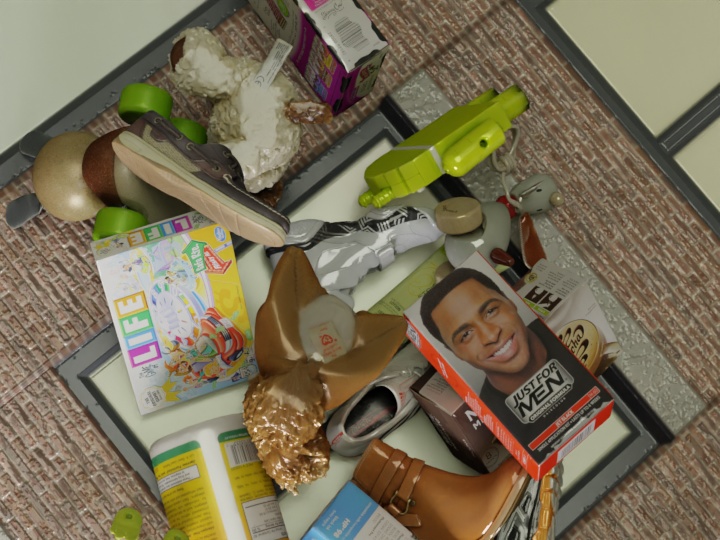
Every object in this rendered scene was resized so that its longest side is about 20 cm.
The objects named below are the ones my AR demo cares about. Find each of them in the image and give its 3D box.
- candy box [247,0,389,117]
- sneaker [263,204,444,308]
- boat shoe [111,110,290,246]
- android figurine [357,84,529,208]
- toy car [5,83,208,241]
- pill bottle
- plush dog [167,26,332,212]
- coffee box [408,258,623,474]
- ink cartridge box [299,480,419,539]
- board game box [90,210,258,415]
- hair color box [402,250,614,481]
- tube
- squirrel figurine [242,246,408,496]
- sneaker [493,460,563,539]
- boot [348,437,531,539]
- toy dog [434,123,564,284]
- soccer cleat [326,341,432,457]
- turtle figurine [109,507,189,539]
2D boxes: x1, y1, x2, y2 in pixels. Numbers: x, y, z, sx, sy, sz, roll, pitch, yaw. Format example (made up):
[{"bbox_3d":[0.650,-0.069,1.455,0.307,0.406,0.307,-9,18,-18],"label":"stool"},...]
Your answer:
[{"bbox_3d":[-0.057,-0.281,1.627,0.061,0.136,0.201,-35,84,-15],"label":"candy box"},{"bbox_3d":[0.000,0.000,1.601,0.197,0.075,0.117,-8,78,-4],"label":"sneaker"},{"bbox_3d":[-0.145,-0.092,1.437,0.199,0.072,0.065,29,74,19],"label":"boat shoe"},{"bbox_3d":[0.083,-0.127,1.587,0.199,0.182,0.041,-37,104,-15],"label":"android figurine"},{"bbox_3d":[-0.280,-0.091,1.579,0.197,0.158,0.166,1,70,23],"label":"toy car"},{"bbox_3d":[-0.132,0.255,1.503,0.111,0.113,0.202,-16,79,-10],"label":"pill bottle"},{"bbox_3d":[-0.111,-0.150,1.571,0.158,0.172,0.203,-8,89,-3],"label":"plush dog"},{"bbox_3d":[0.162,0.102,1.552,0.200,0.080,0.114,-43,126,-14],"label":"coffee box"},{"bbox_3d":[0.031,0.313,1.501,0.199,0.116,0.067,40,60,4],"label":"ink cartridge box"},{"bbox_3d":[-0.182,0.041,1.517,0.133,0.202,0.034,-18,38,-10],"label":"board game box"},{"bbox_3d":[0.140,0.091,1.453,0.101,0.061,0.200,-39,70,-11],"label":"hair color box"},{"bbox_3d":[0.067,0.026,1.610,0.199,0.052,0.058,-37,101,-20],"label":"tube"},{"bbox_3d":[-0.064,0.111,1.485,0.140,0.187,0.202,26,65,-6],"label":"squirrel figurine"},{"bbox_3d":[0.167,0.236,1.567,0.076,0.078,0.202,4,66,18],"label":"sneaker"},{"bbox_3d":[0.073,0.217,1.509,0.154,0.074,0.201,41,120,9],"label":"boot"},{"bbox_3d":[0.159,-0.048,1.584,0.096,0.133,0.200,19,57,37],"label":"toy dog"},{"bbox_3d":[0.047,0.120,1.570,0.199,0.085,0.069,-38,83,-13],"label":"soccer cleat"},{"bbox_3d":[-0.214,0.318,1.479,0.199,0.163,0.064,32,33,13],"label":"turtle figurine"}]
